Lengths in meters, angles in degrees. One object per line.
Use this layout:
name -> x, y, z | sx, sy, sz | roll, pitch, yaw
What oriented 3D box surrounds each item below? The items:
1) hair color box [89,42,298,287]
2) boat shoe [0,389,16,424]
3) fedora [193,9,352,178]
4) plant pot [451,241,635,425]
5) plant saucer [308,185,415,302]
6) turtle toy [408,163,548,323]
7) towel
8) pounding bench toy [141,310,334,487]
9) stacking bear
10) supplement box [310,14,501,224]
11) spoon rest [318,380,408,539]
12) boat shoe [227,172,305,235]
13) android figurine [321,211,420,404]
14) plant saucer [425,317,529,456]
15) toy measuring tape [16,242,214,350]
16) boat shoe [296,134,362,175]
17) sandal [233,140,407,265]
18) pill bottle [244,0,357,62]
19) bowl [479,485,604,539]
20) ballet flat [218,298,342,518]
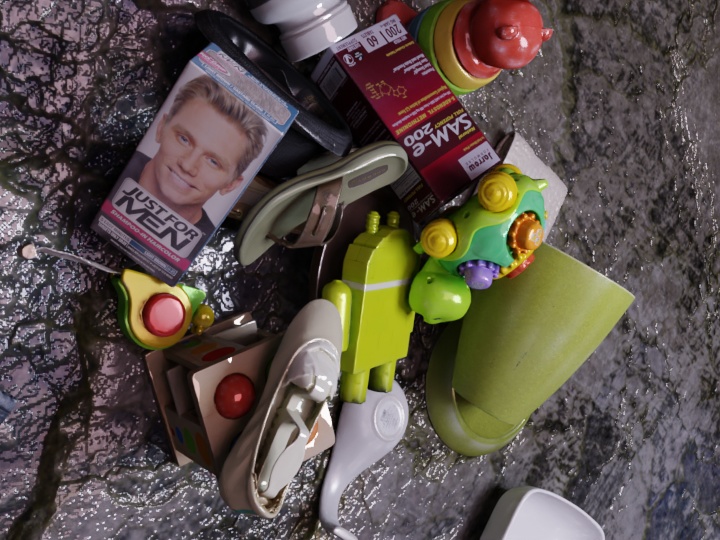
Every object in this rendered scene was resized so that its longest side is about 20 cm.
hair color box -> -0.153, -0.090, 0.748 | 0.099, 0.200, 0.061 | 36, 29, -9
boat shoe -> -0.390, 0.097, 0.687 | 0.200, 0.070, 0.092 | 42, 69, -36
fedora -> -0.104, -0.162, 0.827 | 0.199, 0.201, 0.092 | 33, 109, -31
plant pot -> 0.195, 0.074, 0.993 | 0.186, 0.187, 0.202 | 27, 95, -32
plant saucer -> 0.000, 0.000, 0.927 | 0.199, 0.032, 0.204 | -25, 120, -52
turtle toy -> 0.124, -0.027, 0.883 | 0.101, 0.199, 0.146 | 50, 20, 1
towel -> 0.195, -0.063, 1.090 | 0.132, 0.034, 0.202 | 38, 73, -32
pounding bench toy -> -0.089, 0.115, 0.836 | 0.198, 0.155, 0.126 | -22, 105, -31
stacking bear -> 0.120, -0.257, 0.924 | 0.120, 0.199, 0.116 | -1, 94, -34
supplement box -> 0.049, -0.165, 0.896 | 0.108, 0.061, 0.201 | -35, 88, -33
spoon rest -> -0.001, 0.214, 0.971 | 0.099, 0.060, 0.202 | 41, 58, -31
boat shoe -> -0.109, -0.068, 0.867 | 0.199, 0.074, 0.067 | 26, 102, -40
android figurine -> 0.016, 0.037, 0.895 | 0.181, 0.041, 0.204 | -10, 108, -59
plant saucer -> 0.172, 0.147, 1.090 | 0.197, 0.031, 0.204 | -3, 95, -35
toy measuring tape -> -0.230, 0.032, 0.787 | 0.198, 0.073, 0.075 | 18, 83, -34
boat shoe -> 0.014, -0.137, 0.947 | 0.198, 0.074, 0.064 | -11, 66, -24
sandal -> -0.035, -0.060, 0.808 | 0.199, 0.080, 0.058 | -29, 72, -7
pill bottle -> -0.081, -0.322, 0.837 | 0.110, 0.110, 0.202 | -39, 113, -25
bowl -> 0.225, 0.399, 1.118 | 0.199, 0.074, 0.202 | 36, 75, -31
ballet flat -> -0.056, 0.121, 0.725 | 0.069, 0.069, 0.202 | 32, 76, -31
